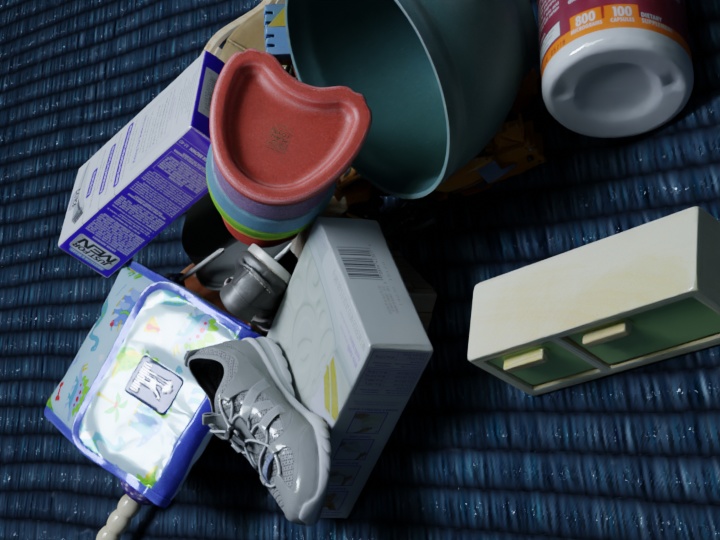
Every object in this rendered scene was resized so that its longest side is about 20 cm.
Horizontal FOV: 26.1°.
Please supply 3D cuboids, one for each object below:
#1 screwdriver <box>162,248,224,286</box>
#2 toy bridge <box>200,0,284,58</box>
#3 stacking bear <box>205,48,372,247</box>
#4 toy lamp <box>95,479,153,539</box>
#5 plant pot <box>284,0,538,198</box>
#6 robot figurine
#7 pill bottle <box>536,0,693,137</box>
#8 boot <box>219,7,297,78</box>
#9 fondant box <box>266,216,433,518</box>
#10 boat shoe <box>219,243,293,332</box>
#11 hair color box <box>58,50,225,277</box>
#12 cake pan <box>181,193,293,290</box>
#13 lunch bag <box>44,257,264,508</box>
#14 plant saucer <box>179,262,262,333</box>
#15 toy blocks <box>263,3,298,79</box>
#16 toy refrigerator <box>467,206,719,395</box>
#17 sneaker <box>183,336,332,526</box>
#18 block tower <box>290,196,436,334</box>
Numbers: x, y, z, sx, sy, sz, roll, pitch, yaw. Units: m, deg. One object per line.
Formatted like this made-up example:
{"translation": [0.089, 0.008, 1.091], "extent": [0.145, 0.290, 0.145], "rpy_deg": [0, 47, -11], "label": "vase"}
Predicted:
{"translation": [-0.167, 0.002, 1.464], "extent": [0.028, 0.029, 0.200], "rpy_deg": [-59, 9, -25], "label": "screwdriver"}
{"translation": [-0.135, -0.219, 1.647], "extent": [0.201, 0.067, 0.027], "rpy_deg": [-60, 29, 3], "label": "toy bridge"}
{"translation": [-0.072, -0.076, 1.256], "extent": [0.200, 0.121, 0.114], "rpy_deg": [116, 177, -73], "label": "stacking bear"}
{"translation": [-0.254, 0.280, 1.464], "extent": [0.201, 0.058, 0.058], "rpy_deg": [-56, 35, 6], "label": "toy lamp"}
{"translation": [0.052, -0.176, 1.205], "extent": [0.134, 0.202, 0.200], "rpy_deg": [-31, 25, -26], "label": "plant pot"}
{"translation": [0.056, -0.108, 1.307], "extent": [0.199, 0.058, 0.146], "rpy_deg": [-18, 51, 22], "label": "robot figurine"}
{"translation": [0.191, -0.213, 1.192], "extent": [0.114, 0.114, 0.201], "rpy_deg": [-29, 47, 37], "label": "pill bottle"}
{"translation": [-0.112, -0.178, 1.543], "extent": [0.175, 0.066, 0.200], "rpy_deg": [-39, 27, -1], "label": "boot"}
{"translation": [-0.022, 0.079, 1.236], "extent": [0.145, 0.058, 0.201], "rpy_deg": [-113, 35, -42], "label": "fondant box"}
{"translation": [-0.090, 0.023, 1.341], "extent": [0.057, 0.067, 0.200], "rpy_deg": [-46, -7, -6], "label": "boat shoe"}
{"translation": [-0.185, -0.094, 1.402], "extent": [0.200, 0.065, 0.110], "rpy_deg": [-35, 33, 32], "label": "hair color box"}
{"translation": [-0.098, -0.072, 1.490], "extent": [0.200, 0.037, 0.201], "rpy_deg": [-34, 31, 24], "label": "cake pan"}
{"translation": [-0.175, 0.100, 1.369], "extent": [0.200, 0.127, 0.171], "rpy_deg": [27, 88, 55], "label": "lunch bag"}
{"translation": [-0.159, 0.082, 1.501], "extent": [0.200, 0.032, 0.202], "rpy_deg": [-32, 44, 36], "label": "plant saucer"}
{"translation": [-0.030, -0.217, 1.410], "extent": [0.100, 0.135, 0.202], "rpy_deg": [151, 116, -83], "label": "toy blocks"}
{"translation": [0.174, 0.029, 1.081], "extent": [0.199, 0.076, 0.070], "rpy_deg": [-20, 52, 42], "label": "toy refrigerator"}
{"translation": [-0.083, 0.126, 1.197], "extent": [0.200, 0.081, 0.075], "rpy_deg": [53, 134, 51], "label": "sneaker"}
{"translation": [0.000, 0.000, 1.324], "extent": [0.200, 0.057, 0.054], "rpy_deg": [-128, 46, -54], "label": "block tower"}
